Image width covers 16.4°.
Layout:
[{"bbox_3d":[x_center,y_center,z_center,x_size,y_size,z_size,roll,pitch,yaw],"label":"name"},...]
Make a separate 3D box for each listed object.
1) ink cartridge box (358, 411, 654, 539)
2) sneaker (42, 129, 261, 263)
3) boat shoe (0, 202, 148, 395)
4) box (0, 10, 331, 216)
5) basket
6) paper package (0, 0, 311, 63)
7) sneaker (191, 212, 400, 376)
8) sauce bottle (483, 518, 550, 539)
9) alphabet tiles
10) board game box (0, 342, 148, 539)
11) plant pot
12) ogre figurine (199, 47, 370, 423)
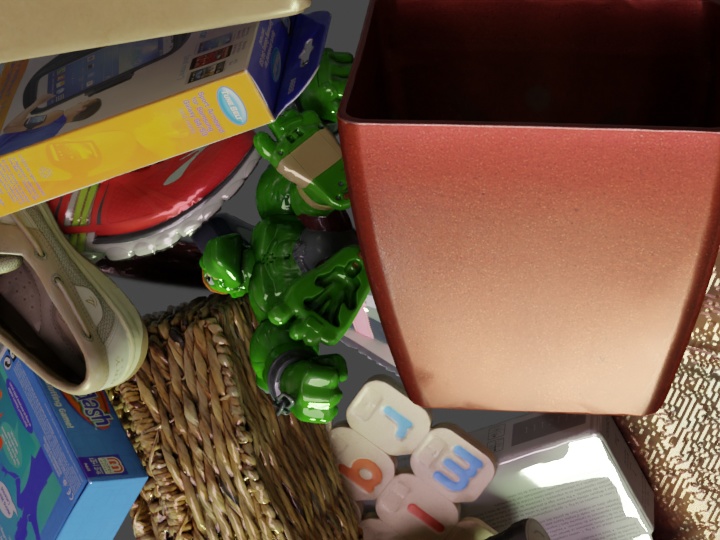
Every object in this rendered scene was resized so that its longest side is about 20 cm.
[{"bbox_3d":[0.096,0.182,1.606,0.199,0.045,0.177,-19,121,20],"label":"ink cartridge box"},{"bbox_3d":[-0.153,-0.051,1.446,0.199,0.077,0.085,-18,114,16],"label":"sneaker"},{"bbox_3d":[-0.207,-0.007,1.410,0.200,0.065,0.072,45,114,10],"label":"boat shoe"},{"bbox_3d":[-0.114,-0.104,1.370,0.199,0.119,0.042,-20,122,19],"label":"box"},{"bbox_3d":[-0.103,0.125,1.487,0.148,0.143,0.201,-16,97,17],"label":"basket"},{"bbox_3d":[-0.135,-0.219,1.296,0.199,0.104,0.191,-8,124,13],"label":"paper package"},{"bbox_3d":[0.000,0.000,1.480,0.199,0.070,0.082,27,104,-13],"label":"sneaker"},{"bbox_3d":[0.027,0.206,1.536,0.199,0.065,0.065,-27,120,20],"label":"sauce bottle"},{"bbox_3d":[-0.005,0.162,1.568,0.195,0.015,0.200,36,114,-1],"label":"alphabet tiles"},{"bbox_3d":[-0.210,0.134,1.508,0.045,0.152,0.200,-1,137,-38],"label":"board game box"},{"bbox_3d":[0.097,-0.032,1.328,0.199,0.200,0.177,1,115,6],"label":"plant pot"},{"bbox_3d":[-0.032,-0.006,1.379,0.098,0.201,0.120,-13,166,-19],"label":"ogre figurine"}]
